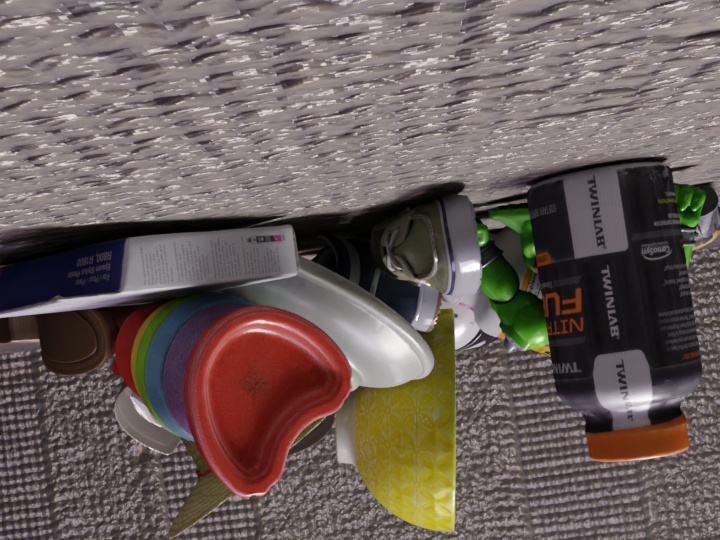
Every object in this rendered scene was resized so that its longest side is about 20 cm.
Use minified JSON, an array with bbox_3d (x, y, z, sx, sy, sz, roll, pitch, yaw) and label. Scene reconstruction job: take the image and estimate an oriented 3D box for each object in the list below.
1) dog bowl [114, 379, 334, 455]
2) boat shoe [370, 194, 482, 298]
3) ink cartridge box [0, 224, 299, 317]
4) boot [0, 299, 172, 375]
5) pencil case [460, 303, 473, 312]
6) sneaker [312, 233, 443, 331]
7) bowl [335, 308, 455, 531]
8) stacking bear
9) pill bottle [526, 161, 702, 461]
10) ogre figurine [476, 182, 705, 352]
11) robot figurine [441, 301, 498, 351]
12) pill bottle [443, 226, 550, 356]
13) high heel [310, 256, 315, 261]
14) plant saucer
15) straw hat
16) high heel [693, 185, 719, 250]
[{"bbox_3d":[-0.122,0.108,1.075,0.197,0.059,0.201,-1,145,-1],"label":"dog bowl"},{"bbox_3d":[0.046,-0.014,0.870,0.061,0.073,0.200,-7,179,-6],"label":"boat shoe"},{"bbox_3d":[-0.179,0.004,0.825,0.195,0.044,0.199,-9,177,43],"label":"ink cartridge box"},{"bbox_3d":[-0.217,0.036,1.034,0.153,0.075,0.199,-7,-169,-40],"label":"boot"},{"bbox_3d":[0.192,-0.005,1.294,0.198,0.089,0.087,-6,176,-29],"label":"pencil case"},{"bbox_3d":[0.000,0.000,1.036,0.107,0.071,0.200,10,-171,-12],"label":"sneaker"},{"bbox_3d":[0.032,0.135,1.072,0.106,0.203,0.200,0,177,3],"label":"bowl"},{"bbox_3d":[-0.118,0.070,0.862,0.122,0.114,0.199,-47,-153,-20],"label":"stacking bear"},{"bbox_3d":[0.183,0.031,0.838,0.105,0.203,0.106,-8,176,-1],"label":"pill bottle"},{"bbox_3d":[0.173,0.001,0.940,0.197,0.122,0.098,-10,-172,-3],"label":"ogre figurine"},{"bbox_3d":[0.118,0.036,1.429,0.149,0.126,0.199,-24,170,26],"label":"robot figurine"},{"bbox_3d":[0.169,0.021,1.046,0.198,0.106,0.104,19,176,0],"label":"pill bottle"},{"bbox_3d":[0.031,0.002,1.157,0.198,0.068,0.095,6,-164,37],"label":"high heel"},{"bbox_3d":[-0.039,0.048,0.934,0.198,0.051,0.200,26,162,9],"label":"plant saucer"},{"bbox_3d":[-0.107,0.126,0.964,0.200,0.085,0.201,-39,179,-1],"label":"straw hat"},{"bbox_3d":[0.256,-0.026,1.151,0.198,0.072,0.142,-19,168,14],"label":"high heel"}]
